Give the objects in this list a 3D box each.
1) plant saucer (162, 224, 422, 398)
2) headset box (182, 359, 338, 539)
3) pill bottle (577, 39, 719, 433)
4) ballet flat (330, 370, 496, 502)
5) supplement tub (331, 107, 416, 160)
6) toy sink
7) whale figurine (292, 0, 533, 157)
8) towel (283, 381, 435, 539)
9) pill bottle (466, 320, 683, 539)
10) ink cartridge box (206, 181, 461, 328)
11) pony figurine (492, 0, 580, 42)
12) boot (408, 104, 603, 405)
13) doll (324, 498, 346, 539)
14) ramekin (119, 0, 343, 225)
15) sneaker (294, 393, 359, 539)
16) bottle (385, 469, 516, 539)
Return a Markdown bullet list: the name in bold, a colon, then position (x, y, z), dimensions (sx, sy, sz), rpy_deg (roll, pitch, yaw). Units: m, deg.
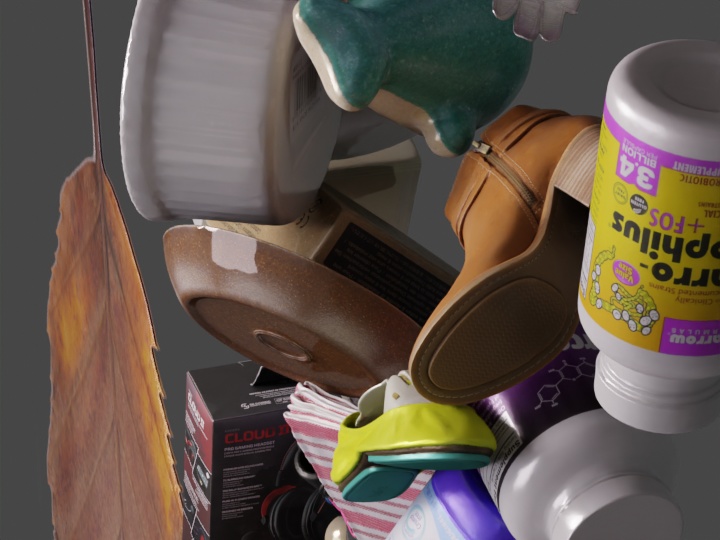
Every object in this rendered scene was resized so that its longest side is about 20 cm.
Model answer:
- **plant saucer**: position (-0.044, 0.035, 1.678), dimensions (0.037, 0.200, 0.200), rpy_deg (-65, 10, -17)
- **headset box**: position (-0.063, 0.152, 2.100), dimensions (0.075, 0.149, 0.200), rpy_deg (-123, 31, -51)
- **pill bottle**: position (0.172, -0.014, 1.380), dimensions (0.104, 0.104, 0.200), rpy_deg (-121, 29, -51)
- **ballet flat**: position (0.027, 0.096, 1.573), dimensions (0.200, 0.067, 0.067), rpy_deg (146, 127, -68)
- **supplement tub**: position (-0.024, -0.192, 1.844), dimensions (0.144, 0.144, 0.200), rpy_deg (123, 137, -64)
- **toy sink**: position (-0.073, -0.076, 1.955), dimensions (0.112, 0.200, 0.130), rpy_deg (101, 153, -45)
- **whale figurine**: position (0.038, -0.149, 1.631), dimensions (0.104, 0.200, 0.159), rpy_deg (-31, 81, 27)
- **towel**: position (0.043, 0.153, 1.739), dimensions (0.146, 0.030, 0.200), rpy_deg (12, 147, 34)
- **pill bottle**: position (0.120, 0.095, 1.570), dimensions (0.200, 0.112, 0.113), rpy_deg (-118, 27, -46)
- **ink cartridge box**: position (0.000, 0.000, 1.804), dimensions (0.075, 0.165, 0.200), rpy_deg (-56, 24, 2)
- **pony figurine**: position (0.060, -0.249, 1.564), dimensions (0.200, 0.166, 0.193), rpy_deg (13, 83, 56)
- **boot**: position (0.082, -0.014, 1.566), dimensions (0.074, 0.200, 0.155), rpy_deg (50, 172, -29)
- **doll**: position (-0.007, 0.125, 1.987), dimensions (0.136, 0.048, 0.200), rpy_deg (-15, -70, -74)
- **ramekin**: position (-0.075, -0.123, 1.676), dimensions (0.200, 0.098, 0.201), rpy_deg (10, -90, -76)
- **sneaker**: position (-0.008, 0.150, 1.896), dimensions (0.074, 0.087, 0.200), rpy_deg (-117, 25, -50)
- **bottle**: position (0.038, 0.208, 1.640), dimensions (0.200, 0.065, 0.084), rpy_deg (-55, 49, 26)
